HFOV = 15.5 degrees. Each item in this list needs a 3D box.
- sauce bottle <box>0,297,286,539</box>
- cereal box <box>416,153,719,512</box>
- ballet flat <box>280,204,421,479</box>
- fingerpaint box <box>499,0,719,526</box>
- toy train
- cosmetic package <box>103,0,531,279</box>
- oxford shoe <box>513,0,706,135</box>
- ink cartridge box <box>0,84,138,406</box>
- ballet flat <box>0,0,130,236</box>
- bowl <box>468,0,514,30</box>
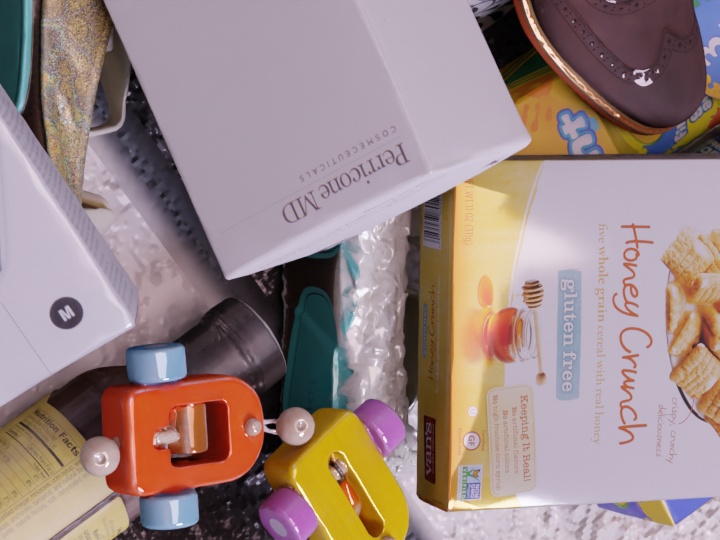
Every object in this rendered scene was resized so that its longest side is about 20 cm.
[{"bbox_3d":[-0.117,0.083,1.060,0.200,0.065,0.065,-35,106,-21],"label":"sauce bottle"},{"bbox_3d":[0.121,0.023,1.103,0.199,0.040,0.145,-2,96,-21],"label":"cereal box"},{"bbox_3d":[0.000,0.000,1.115,0.071,0.072,0.201,-1,100,-25],"label":"ballet flat"},{"bbox_3d":[0.142,-0.017,1.172,0.167,0.073,0.201,-32,105,-20],"label":"fingerpaint box"},{"bbox_3d":[-0.048,0.120,1.043,0.150,0.056,0.201,-13,100,-37],"label":"toy train"},{"bbox_3d":[-0.032,-0.111,1.022,0.081,0.113,0.201,-15,79,-56],"label":"cosmetic package"},{"bbox_3d":[0.101,-0.130,1.053,0.071,0.072,0.200,-43,126,-19],"label":"oxford shoe"},{"bbox_3d":[-0.215,-0.015,0.981,0.199,0.041,0.200,-32,105,5],"label":"ink cartridge box"},{"bbox_3d":[-0.125,-0.047,1.053,0.070,0.071,0.201,7,89,-25],"label":"ballet flat"},{"bbox_3d":[0.029,-0.190,1.101,0.200,0.094,0.202,-1,92,-26],"label":"bowl"}]
